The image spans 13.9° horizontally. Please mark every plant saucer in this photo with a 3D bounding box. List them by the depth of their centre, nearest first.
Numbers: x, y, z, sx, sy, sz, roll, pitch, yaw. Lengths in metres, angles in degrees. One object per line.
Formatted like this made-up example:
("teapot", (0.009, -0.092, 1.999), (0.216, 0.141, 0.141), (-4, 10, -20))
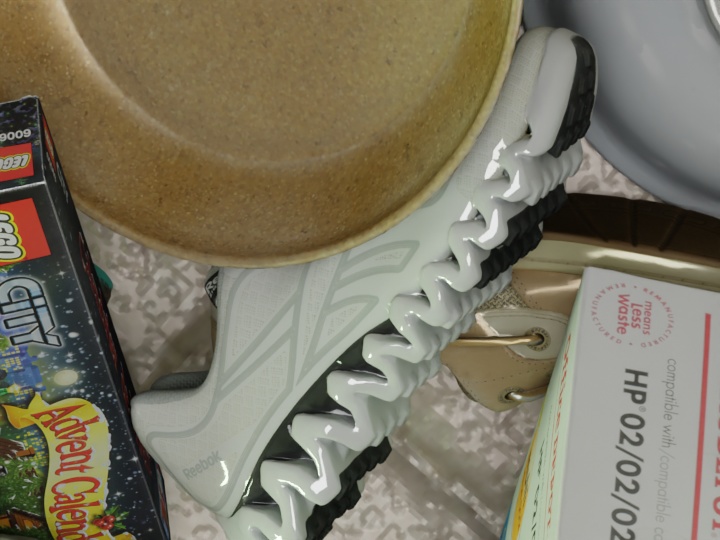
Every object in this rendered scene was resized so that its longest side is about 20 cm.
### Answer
("plant saucer", (-0.038, -0.102, 0.889), (0.199, 0.035, 0.201), (8, 109, 23))

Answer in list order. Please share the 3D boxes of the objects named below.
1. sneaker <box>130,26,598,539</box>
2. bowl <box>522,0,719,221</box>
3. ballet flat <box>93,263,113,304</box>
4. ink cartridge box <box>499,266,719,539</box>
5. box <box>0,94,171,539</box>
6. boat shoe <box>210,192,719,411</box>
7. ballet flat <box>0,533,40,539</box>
("sneaker", (0.000, 0.000, 0.926), (0.081, 0.075, 0.200), (39, 106, 10))
("bowl", (0.151, -0.105, 0.958), (0.200, 0.090, 0.202), (0, 100, -1))
("ballet flat", (-0.184, 0.003, 0.982), (0.199, 0.067, 0.071), (-13, 61, 2))
("ink cartridge box", (0.085, 0.082, 0.925), (0.067, 0.116, 0.201), (11, 138, -2))
("box", (-0.145, 0.037, 0.942), (0.136, 0.038, 0.200), (-11, 140, 2))
("boat shoe", (0.048, 0.011, 0.989), (0.199, 0.071, 0.065), (5, 104, 9))
("ballet flat", (-0.144, 0.110, 0.920), (0.199, 0.064, 0.068), (11, 76, -38))
